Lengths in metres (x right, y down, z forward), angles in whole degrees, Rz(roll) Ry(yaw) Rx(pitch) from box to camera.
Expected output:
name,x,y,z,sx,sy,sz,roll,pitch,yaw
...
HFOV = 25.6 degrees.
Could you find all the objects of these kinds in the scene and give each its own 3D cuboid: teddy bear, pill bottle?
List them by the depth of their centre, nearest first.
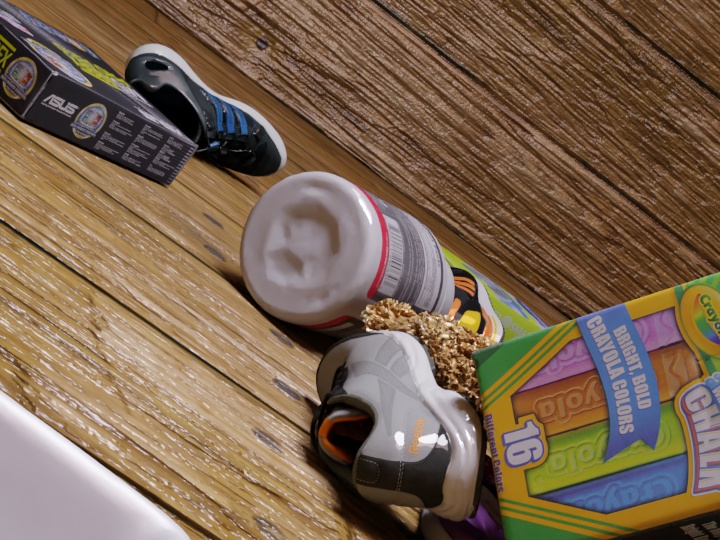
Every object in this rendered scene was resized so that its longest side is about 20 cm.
name,x,y,z,sx,sy,sz,roll,pitch,yaw
teddy bear,0.078,0.066,1.019,0.145,0.067,0.200,38,-2,-17
pill bottle,0.000,0.000,1.203,0.111,0.111,0.200,41,7,26

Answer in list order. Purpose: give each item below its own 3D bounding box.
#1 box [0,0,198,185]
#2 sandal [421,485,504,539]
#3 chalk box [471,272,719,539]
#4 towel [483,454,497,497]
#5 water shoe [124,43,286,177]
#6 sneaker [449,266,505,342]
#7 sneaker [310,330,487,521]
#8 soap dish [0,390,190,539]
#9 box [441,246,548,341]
name,x,y,z,sx,sy,sz,roll,pitch,yaw
box,-0.239,-0.152,1.256,0.160,0.044,0.200,41,8,29
sandal,0.075,0.144,0.900,0.082,0.050,0.203,36,6,-11
chalk box,0.178,0.085,0.827,0.125,0.199,0.125,40,36,-56
towel,0.088,0.133,1.042,0.199,0.023,0.145,38,-5,0
water shoe,-0.158,-0.139,1.573,0.199,0.071,0.079,36,35,-28
sneaker,0.078,0.027,1.578,0.090,0.070,0.200,38,8,-21
sneaker,0.005,0.079,0.900,0.079,0.075,0.200,5,11,-18
soap dish,-0.115,0.072,0.307,0.157,0.081,0.200,37,8,-7
box,0.165,0.048,1.969,0.199,0.048,0.122,33,9,-28
